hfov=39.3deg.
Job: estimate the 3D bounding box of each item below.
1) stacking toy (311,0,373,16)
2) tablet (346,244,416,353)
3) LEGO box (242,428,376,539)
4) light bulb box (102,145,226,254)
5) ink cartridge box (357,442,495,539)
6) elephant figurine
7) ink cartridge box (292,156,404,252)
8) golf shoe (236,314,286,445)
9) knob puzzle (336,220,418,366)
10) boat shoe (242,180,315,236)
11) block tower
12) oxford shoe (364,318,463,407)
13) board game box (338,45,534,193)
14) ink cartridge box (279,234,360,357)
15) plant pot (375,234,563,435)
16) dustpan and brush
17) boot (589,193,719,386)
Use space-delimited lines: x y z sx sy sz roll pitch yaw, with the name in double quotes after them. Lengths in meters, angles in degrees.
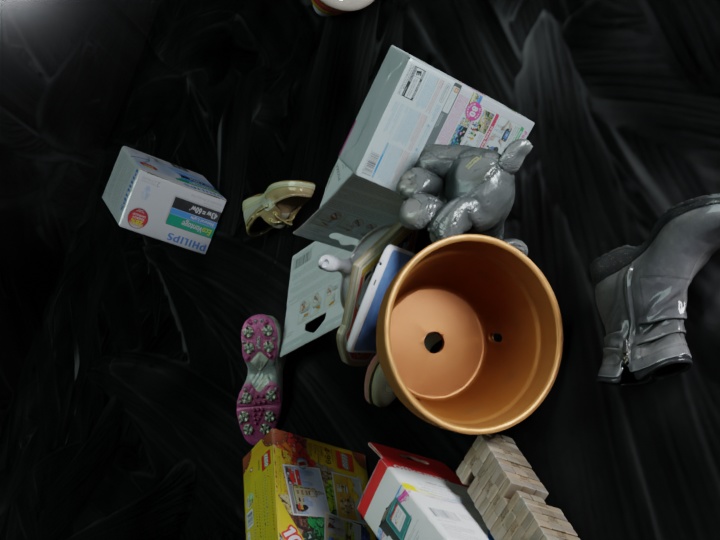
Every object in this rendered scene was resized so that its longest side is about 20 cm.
-0.049 -0.498 1.786 0.200 0.144 0.149 151 134 -72 "stacking toy"
0.038 0.039 1.232 0.013 0.200 0.132 23 92 18 "tablet"
-0.060 0.313 1.232 0.077 0.147 0.202 -46 37 34 "LEGO box"
-0.406 -0.146 2.076 0.126 0.196 0.200 -66 30 9 "light bulb box"
0.076 0.265 1.059 0.068 0.115 0.200 -64 28 9 "ink cartridge box"
0.131 -0.053 1.179 0.154 0.200 0.143 18 70 36 "elephant figurine"
0.025 -0.099 1.333 0.200 0.160 0.051 -40 46 41 "ink cartridge box"
-0.144 0.168 1.569 0.091 0.074 0.204 -5 -80 -75 "golf shoe"
0.029 0.042 1.276 0.030 0.219 0.223 23 93 18 "knob puzzle"
-0.139 -0.104 1.729 0.199 0.073 0.068 -21 67 56 "boat shoe"
0.159 0.242 0.995 0.058 0.053 0.200 -61 29 16 "block tower"
0.063 0.111 1.232 0.074 0.070 0.201 43 134 20 "oxford shoe"
0.092 -0.156 1.212 0.149 0.198 0.064 -62 32 11 "board game box"
-0.045 0.027 1.499 0.199 0.043 0.176 -30 48 50 "ink cartridge box"
0.099 0.072 1.087 0.140 0.197 0.203 155 131 -73 "plant pot"
0.000 0.000 1.292 0.142 0.057 0.200 -68 -16 6 "dustpan and brush"
0.287 0.026 0.912 0.200 0.069 0.134 134 143 -55 "boot"
